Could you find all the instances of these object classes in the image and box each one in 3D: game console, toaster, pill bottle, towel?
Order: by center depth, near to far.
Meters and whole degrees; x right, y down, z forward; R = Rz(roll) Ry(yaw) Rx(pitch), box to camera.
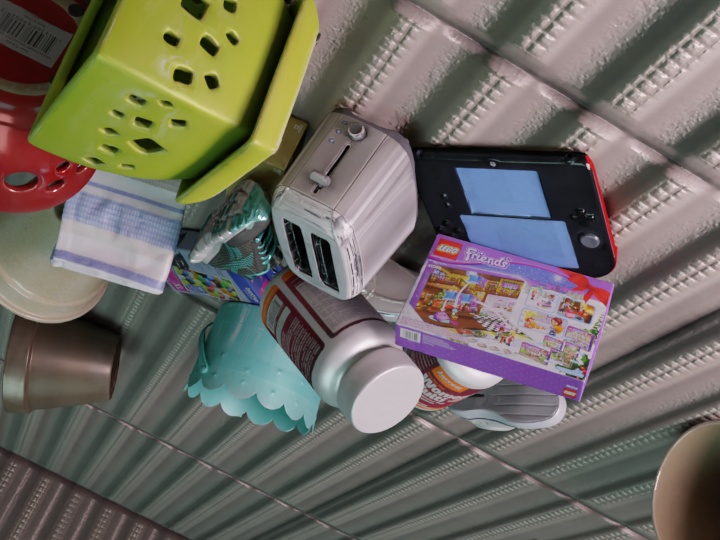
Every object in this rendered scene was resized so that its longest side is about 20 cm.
[{"bbox_3d":[0.159,-0.059,1.084,0.199,0.031,0.177,5,147,30],"label":"game console"},{"bbox_3d":[-0.016,-0.061,1.092,0.113,0.129,0.200,29,155,20],"label":"toaster"},{"bbox_3d":[-0.022,0.082,1.163,0.200,0.109,0.110,47,171,41],"label":"pill bottle"},{"bbox_3d":[-0.274,-0.082,1.217,0.146,0.201,0.024,17,-174,7],"label":"towel"},{"bbox_3d":[0.123,0.102,1.300,0.109,0.110,0.200,30,151,-12],"label":"pill bottle"}]

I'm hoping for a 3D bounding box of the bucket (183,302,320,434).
[{"bbox_3d":[-0.142,0.141,1.504,0.206,0.135,0.207,16,162,5],"label":"bucket"}]

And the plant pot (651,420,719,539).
[{"bbox_3d":[0.506,0.307,1.317,0.199,0.188,0.187,20,155,-24],"label":"plant pot"}]

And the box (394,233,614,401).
[{"bbox_3d":[0.151,0.046,1.090,0.199,0.137,0.039,17,141,14],"label":"box"}]

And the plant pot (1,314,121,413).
[{"bbox_3d":[-0.514,0.160,1.824,0.173,0.201,0.200,10,153,-7],"label":"plant pot"}]

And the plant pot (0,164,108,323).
[{"bbox_3d":[-0.376,-0.058,1.348,0.200,0.201,0.183,36,138,-22],"label":"plant pot"}]

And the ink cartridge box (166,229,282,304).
[{"bbox_3d":[-0.199,-0.005,1.439,0.199,0.042,0.119,6,147,27],"label":"ink cartridge box"}]

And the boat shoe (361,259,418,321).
[{"bbox_3d":[0.000,0.000,1.269,0.199,0.071,0.070,23,155,15],"label":"boat shoe"}]

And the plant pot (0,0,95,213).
[{"bbox_3d":[-0.356,-0.185,1.082,0.200,0.201,0.183,28,149,-8],"label":"plant pot"}]

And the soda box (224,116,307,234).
[{"bbox_3d":[-0.111,-0.098,1.181,0.064,0.068,0.200,23,152,1],"label":"soda box"}]

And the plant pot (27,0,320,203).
[{"bbox_3d":[-0.159,-0.185,0.946,0.181,0.200,0.200,28,152,-23],"label":"plant pot"}]

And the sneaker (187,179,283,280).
[{"bbox_3d":[-0.120,-0.038,1.150,0.091,0.078,0.200,28,161,-15],"label":"sneaker"}]

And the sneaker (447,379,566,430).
[{"bbox_3d":[0.211,0.185,1.433,0.071,0.073,0.200,32,161,-34],"label":"sneaker"}]
